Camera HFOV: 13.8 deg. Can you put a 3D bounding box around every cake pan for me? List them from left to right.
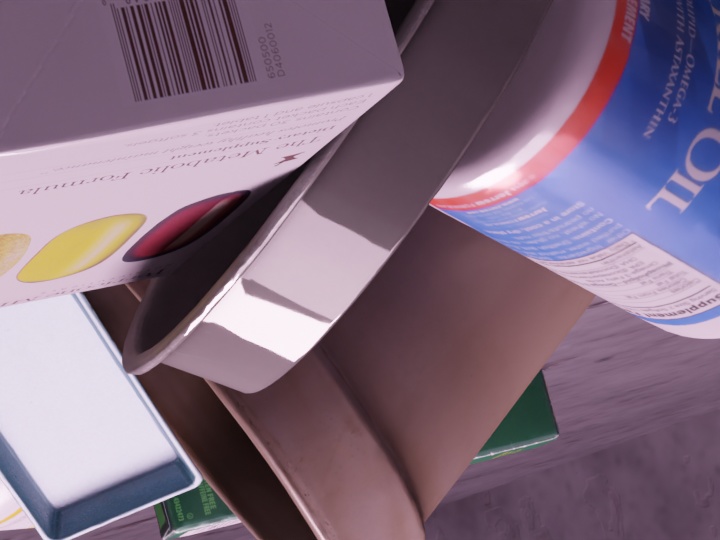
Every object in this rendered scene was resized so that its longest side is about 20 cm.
[{"bbox_3d":[-0.001,-0.044,0.882,0.200,0.037,0.200,-53,-171,13],"label":"cake pan"}]

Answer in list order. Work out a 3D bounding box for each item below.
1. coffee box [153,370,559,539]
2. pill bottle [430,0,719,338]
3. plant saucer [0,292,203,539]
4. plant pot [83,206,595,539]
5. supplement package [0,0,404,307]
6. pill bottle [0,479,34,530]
[{"bbox_3d":[-0.014,0.050,1.439,0.200,0.123,0.044,-15,170,-13],"label":"coffee box"},{"bbox_3d":[0.103,-0.043,1.019,0.112,0.112,0.200,-23,144,39],"label":"pill bottle"},{"bbox_3d":[-0.131,0.025,1.122,0.070,0.019,0.200,-23,128,8],"label":"plant saucer"},{"bbox_3d":[0.000,0.000,1.115,0.173,0.200,0.200,-37,175,-12],"label":"plant pot"},{"bbox_3d":[-0.085,-0.063,0.793,0.114,0.110,0.200,-12,170,-22],"label":"supplement package"},{"bbox_3d":[-0.156,0.053,1.247,0.112,0.112,0.200,-19,170,19],"label":"pill bottle"}]
